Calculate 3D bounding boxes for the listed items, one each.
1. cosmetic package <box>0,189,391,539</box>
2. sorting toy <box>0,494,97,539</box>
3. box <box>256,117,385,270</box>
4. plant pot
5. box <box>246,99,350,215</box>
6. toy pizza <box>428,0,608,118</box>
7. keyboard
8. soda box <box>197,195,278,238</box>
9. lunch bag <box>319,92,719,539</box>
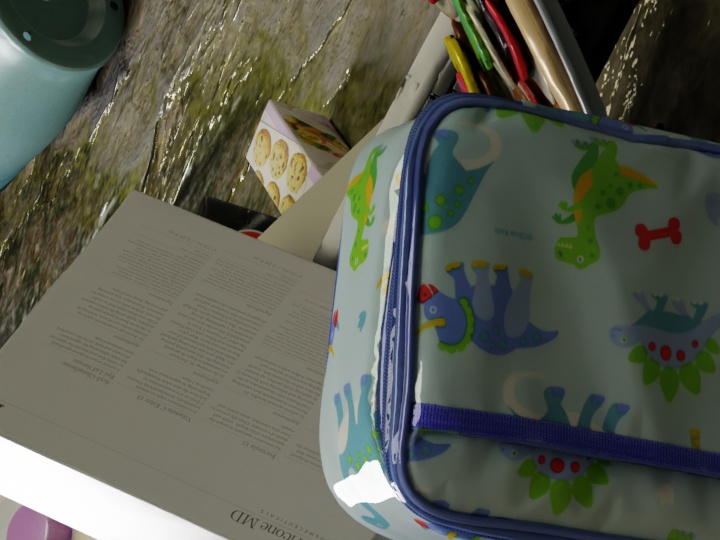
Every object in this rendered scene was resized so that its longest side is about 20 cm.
[{"bbox_3d":[-0.055,0.061,1.259,0.151,0.199,0.052,-51,-27,-36],"label":"cosmetic package"},{"bbox_3d":[-0.105,0.164,1.293,0.200,0.107,0.180,-46,37,23],"label":"sorting toy"},{"bbox_3d":[0.000,0.000,1.367,0.200,0.068,0.082,-42,29,18],"label":"box"},{"bbox_3d":[-0.283,-0.174,2.188,0.188,0.200,0.201,-30,45,41],"label":"plant pot"},{"bbox_3d":[-0.020,-0.042,1.589,0.200,0.039,0.042,-122,50,-64],"label":"box"},{"bbox_3d":[0.054,-0.091,1.169,0.201,0.032,0.200,64,176,8],"label":"toy pizza"},{"bbox_3d":[0.069,-0.050,1.276,0.201,0.127,0.021,-63,-14,14],"label":"keyboard"},{"bbox_3d":[-0.072,0.033,1.549,0.200,0.070,0.064,115,171,-66],"label":"soda box"},{"bbox_3d":[0.090,0.032,1.014,0.082,0.199,0.162,157,123,-65],"label":"lunch bag"}]
